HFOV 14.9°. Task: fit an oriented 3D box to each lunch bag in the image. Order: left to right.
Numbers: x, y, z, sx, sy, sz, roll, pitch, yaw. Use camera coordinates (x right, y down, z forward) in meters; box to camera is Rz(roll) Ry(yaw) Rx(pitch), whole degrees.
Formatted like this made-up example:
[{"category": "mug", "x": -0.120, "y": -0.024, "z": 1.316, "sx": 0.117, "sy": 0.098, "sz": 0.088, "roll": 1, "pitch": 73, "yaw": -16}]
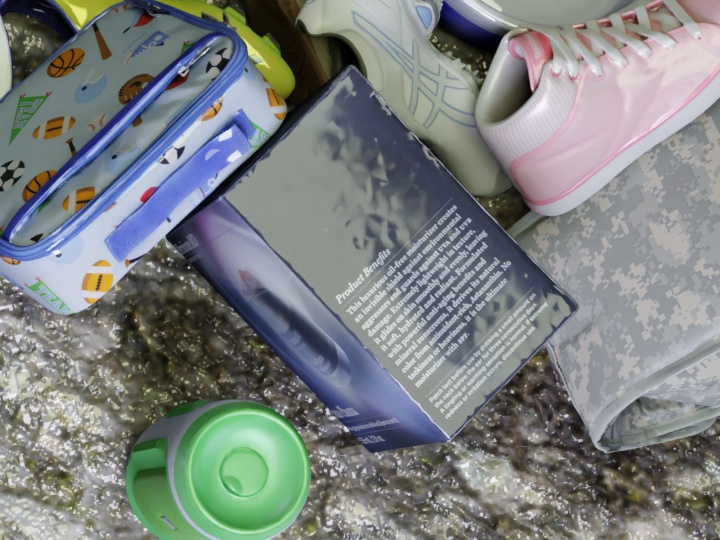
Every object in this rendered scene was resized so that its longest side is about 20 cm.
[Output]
[{"category": "lunch bag", "x": -0.144, "y": -0.073, "z": 1.598, "sx": 0.200, "sy": 0.160, "sz": 0.076, "roll": -46, "pitch": 127, "yaw": -14}, {"category": "lunch bag", "x": 0.202, "y": 0.005, "z": 1.739, "sx": 0.199, "sy": 0.118, "sz": 0.165, "roll": -29, "pitch": 62, "yaw": 12}]

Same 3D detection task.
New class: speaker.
[{"category": "speaker", "x": -0.087, "y": 0.122, "z": 1.636, "sx": 0.088, "sy": 0.200, "sz": 0.089, "roll": 1, "pitch": 84, "yaw": -14}]

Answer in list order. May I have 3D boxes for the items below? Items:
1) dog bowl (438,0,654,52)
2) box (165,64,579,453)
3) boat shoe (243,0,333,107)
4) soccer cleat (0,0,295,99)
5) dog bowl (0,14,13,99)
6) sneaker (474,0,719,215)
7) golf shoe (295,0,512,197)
[{"category": "dog bowl", "x": 0.114, "y": -0.242, "z": 1.779, "sx": 0.199, "sy": 0.079, "sz": 0.201, "roll": 1, "pitch": 85, "yaw": -14}, {"category": "box", "x": 0.000, "y": 0.000, "z": 1.672, "sx": 0.123, "sy": 0.200, "sz": 0.198, "roll": -44, "pitch": 94, "yaw": -14}, {"category": "boat shoe", "x": -0.041, "y": -0.201, "z": 1.733, "sx": 0.072, "sy": 0.072, "sz": 0.201, "roll": -36, "pitch": 114, "yaw": -31}, {"category": "soccer cleat", "x": -0.138, "y": -0.144, "z": 1.718, "sx": 0.199, "sy": 0.065, "sz": 0.084, "roll": 27, "pitch": 65, "yaw": -4}, {"category": "dog bowl", "x": -0.312, "y": -0.115, "z": 1.667, "sx": 0.199, "sy": 0.079, "sz": 0.201, "roll": 1, "pitch": 84, "yaw": -14}, {"category": "sneaker", "x": 0.155, "y": -0.130, "z": 1.697, "sx": 0.200, "sy": 0.075, "sz": 0.105, "roll": -41, "pitch": 128, "yaw": 7}, {"category": "golf shoe", "x": 0.023, "y": -0.112, "z": 1.730, "sx": 0.097, "sy": 0.078, "sz": 0.200, "roll": -42, "pitch": 120, "yaw": -18}]
